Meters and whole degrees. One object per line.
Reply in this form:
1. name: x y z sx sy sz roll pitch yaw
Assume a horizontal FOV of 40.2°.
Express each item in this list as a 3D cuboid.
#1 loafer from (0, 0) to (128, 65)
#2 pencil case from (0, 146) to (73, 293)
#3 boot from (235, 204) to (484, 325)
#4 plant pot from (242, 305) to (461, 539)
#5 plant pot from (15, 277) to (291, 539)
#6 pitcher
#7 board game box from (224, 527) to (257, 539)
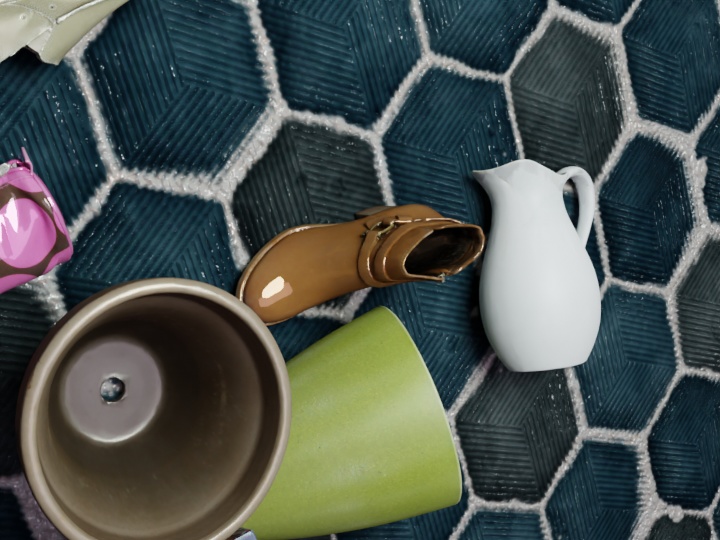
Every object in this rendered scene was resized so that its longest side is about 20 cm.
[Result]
1. loafer: -0.234 -0.193 0.748 0.197 0.076 0.069 -22 110 -16
2. pencil case: -0.317 -0.013 0.716 0.198 0.091 0.094 -30 146 -25
3. boot: 0.000 0.000 0.862 0.198 0.155 0.078 -22 108 -26
4. plant pot: -0.040 0.155 0.867 0.197 0.187 0.190 -20 108 -12
5. plant pot: -0.174 0.101 0.760 0.197 0.174 0.204 -2 94 -28
6. pitcher: 0.194 -0.007 1.006 0.170 0.120 0.204 -6 89 -39
7. board game box: -0.162 0.247 0.779 0.134 0.200 0.035 -27 90 -24
